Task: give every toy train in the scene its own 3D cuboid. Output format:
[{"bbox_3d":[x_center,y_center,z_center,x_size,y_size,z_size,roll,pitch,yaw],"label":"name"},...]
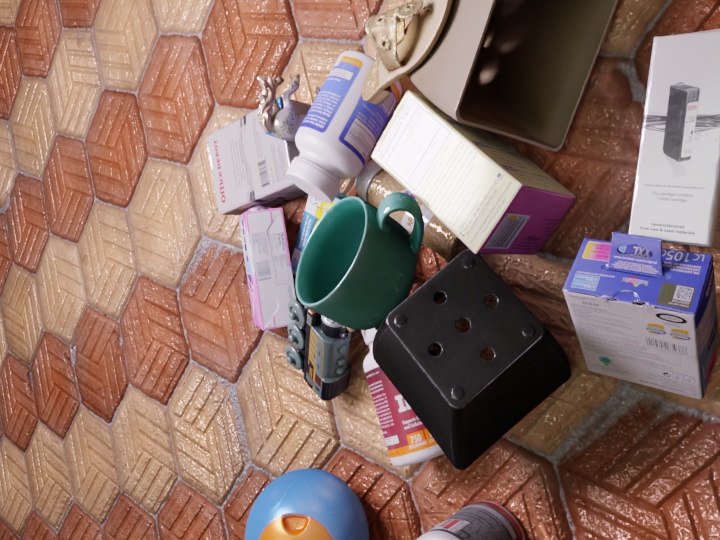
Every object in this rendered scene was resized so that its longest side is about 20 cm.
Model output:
[{"bbox_3d":[-0.061,0.113,1.064,0.114,0.084,0.203,42,142,30],"label":"toy train"}]

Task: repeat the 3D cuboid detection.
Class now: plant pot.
[{"bbox_3d":[0.162,-0.287,0.828,0.176,0.196,0.204,37,115,47],"label":"plant pot"},{"bbox_3d":[0.128,0.093,0.820,0.199,0.178,0.201,-38,66,-4],"label":"plant pot"}]

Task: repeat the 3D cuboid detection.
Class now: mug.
[{"bbox_3d":[0.011,-0.003,0.857,0.183,0.113,0.156,-8,59,55],"label":"mug"}]

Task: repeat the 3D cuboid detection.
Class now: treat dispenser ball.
[{"bbox_3d":[-0.084,0.420,1.053,0.197,0.198,0.207,2,94,39],"label":"treat dispenser ball"}]

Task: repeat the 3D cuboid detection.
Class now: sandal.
[{"bbox_3d":[0.032,-0.279,0.822,0.211,0.068,0.080,142,136,-59],"label":"sandal"}]

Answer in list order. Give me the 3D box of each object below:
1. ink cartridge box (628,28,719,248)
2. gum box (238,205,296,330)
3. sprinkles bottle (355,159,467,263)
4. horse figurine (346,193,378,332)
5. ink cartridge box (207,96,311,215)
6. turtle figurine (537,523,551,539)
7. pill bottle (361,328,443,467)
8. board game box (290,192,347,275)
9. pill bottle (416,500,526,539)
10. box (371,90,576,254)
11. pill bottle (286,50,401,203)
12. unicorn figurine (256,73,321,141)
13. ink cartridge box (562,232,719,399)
[{"bbox_3d":[0.352,-0.129,0.698,0.082,0.143,0.206,10,96,38],"label":"ink cartridge box"},{"bbox_3d":[-0.159,-0.010,1.134,0.113,0.064,0.206,-173,75,-73],"label":"gum box"},{"bbox_3d":[0.079,-0.089,0.978,0.199,0.067,0.069,39,115,31],"label":"sprinkles bottle"},{"bbox_3d":[0.000,0.000,0.981,0.131,0.050,0.201,-36,60,-2],"label":"horse figurine"},{"bbox_3d":[-0.168,-0.192,1.167,0.197,0.083,0.150,-14,84,40],"label":"ink cartridge box"},{"bbox_3d":[0.266,0.428,0.850,0.201,0.064,0.162,49,128,17],"label":"turtle figurine"},{"bbox_3d":[0.068,0.169,0.970,0.112,0.112,0.205,-27,76,36],"label":"pill bottle"},{"bbox_3d":[-0.019,-0.030,1.075,0.198,0.046,0.155,29,110,35],"label":"board game box"},{"bbox_3d":[0.129,0.387,0.873,0.114,0.198,0.119,2,93,38],"label":"pill bottle"},{"bbox_3d":[0.145,-0.119,0.852,0.200,0.174,0.098,47,117,27],"label":"box"},{"bbox_3d":[-0.029,-0.208,0.991,0.111,0.112,0.203,25,83,35],"label":"pill bottle"},{"bbox_3d":[-0.080,-0.232,1.076,0.074,0.195,0.141,155,119,-65],"label":"unicorn figurine"},{"bbox_3d":[0.303,0.043,0.716,0.134,0.201,0.077,12,61,37],"label":"ink cartridge box"}]
